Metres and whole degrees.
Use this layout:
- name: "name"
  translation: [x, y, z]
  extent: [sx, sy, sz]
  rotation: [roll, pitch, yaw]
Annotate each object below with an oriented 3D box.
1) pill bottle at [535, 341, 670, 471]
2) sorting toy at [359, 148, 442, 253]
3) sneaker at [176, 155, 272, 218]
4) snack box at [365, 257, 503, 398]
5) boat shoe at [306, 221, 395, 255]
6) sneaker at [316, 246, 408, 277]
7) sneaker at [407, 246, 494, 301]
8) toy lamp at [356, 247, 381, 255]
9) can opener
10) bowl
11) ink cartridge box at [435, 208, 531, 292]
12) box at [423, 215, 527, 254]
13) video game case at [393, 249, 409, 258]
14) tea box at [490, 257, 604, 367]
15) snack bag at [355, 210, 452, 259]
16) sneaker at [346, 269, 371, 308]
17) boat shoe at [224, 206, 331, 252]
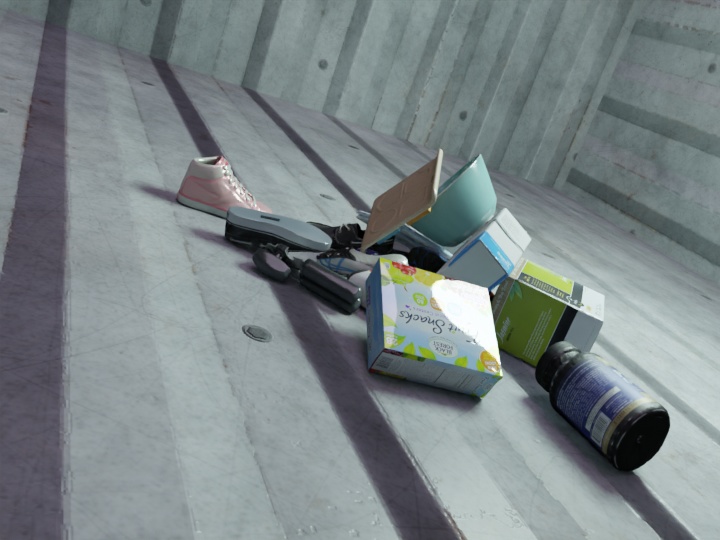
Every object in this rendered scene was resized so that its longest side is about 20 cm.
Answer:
- name: "pill bottle"
  translation: [0.359, 0.197, 1.073]
  extent: [0.109, 0.114, 0.200]
  rotation: [9, 22, -32]
- name: "sorting toy"
  translation: [0.084, -0.126, 1.349]
  extent: [0.036, 0.199, 0.187]
  rotation: [42, 32, -18]
- name: "sneaker"
  translation: [-0.253, -0.161, 1.387]
  extent: [0.195, 0.107, 0.076]
  rotation: [16, 16, -21]
- name: "snack box"
  translation: [0.107, 0.086, 1.068]
  extent: [0.195, 0.068, 0.172]
  rotation: [15, 47, -17]
- name: "boat shoe"
  translation: [-0.025, -0.072, 1.445]
  extent: [0.194, 0.069, 0.072]
  rotation: [15, 30, -1]
- name: "sneaker"
  translation: [0.000, 0.000, 1.285]
  extent: [0.196, 0.075, 0.071]
  rotation: [10, 21, 32]
- name: "sneaker"
  translation: [0.181, 0.015, 1.445]
  extent: [0.197, 0.076, 0.079]
  rotation: [33, 17, -4]
- name: "toy lamp"
  translation: [0.056, 0.018, 1.318]
  extent: [0.057, 0.059, 0.199]
  rotation: [2, 27, -45]
- name: "can opener"
  translation: [-0.090, 0.016, 1.188]
  extent: [0.196, 0.053, 0.067]
  rotation: [25, 53, 15]
- name: "bowl"
  translation: [0.192, -0.123, 1.397]
  extent: [0.106, 0.200, 0.201]
  rotation: [49, 19, -3]
- name: "ink cartridge box"
  translation: [0.217, -0.014, 1.284]
  extent: [0.084, 0.145, 0.200]
  rotation: [47, 32, 2]
- name: "box"
  translation: [0.271, -0.074, 1.676]
  extent: [0.196, 0.133, 0.199]
  rotation: [29, 13, 19]
- name: "video game case"
  translation: [0.131, -0.003, 1.526]
  extent: [0.196, 0.018, 0.143]
  rotation: [12, 21, -30]
- name: "tea box"
  translation: [0.346, 0.085, 1.338]
  extent: [0.193, 0.136, 0.199]
  rotation: [27, 19, 14]
- name: "snack bag"
  translation: [0.102, -0.066, 1.494]
  extent: [0.186, 0.022, 0.199]
  rotation: [29, -3, -33]
- name: "sneaker"
  translation: [0.062, 0.063, 1.179]
  extent: [0.197, 0.069, 0.108]
  rotation: [25, 16, 0]
- name: "boat shoe"
  translation: [-0.150, -0.055, 1.269]
  extent: [0.194, 0.070, 0.074]
  rotation: [13, 23, -5]
